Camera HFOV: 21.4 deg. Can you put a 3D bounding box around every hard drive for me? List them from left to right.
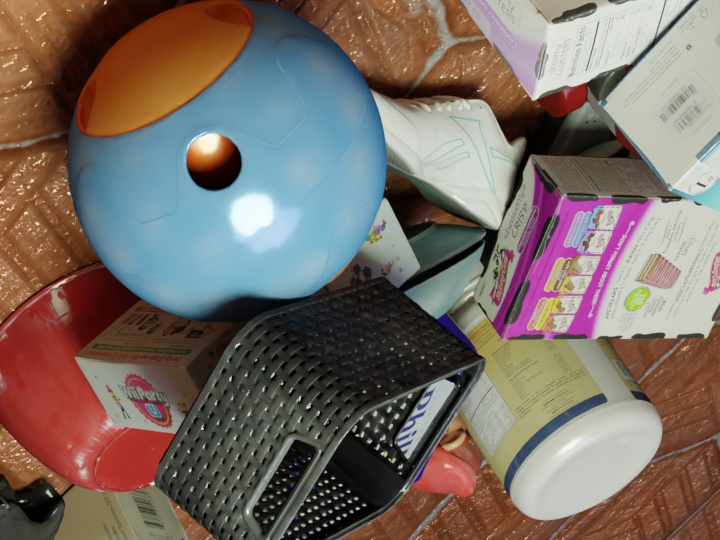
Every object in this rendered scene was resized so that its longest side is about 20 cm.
[{"bbox_3d":[0.189,-0.083,1.575,0.139,0.033,0.201,-10,143,-32],"label":"hard drive"}]

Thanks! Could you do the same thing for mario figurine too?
[{"bbox_3d":[0.106,0.123,1.773,0.200,0.106,0.124,-38,114,-10],"label":"mario figurine"}]

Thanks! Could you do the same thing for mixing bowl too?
[{"bbox_3d":[-0.177,0.095,1.425,0.199,0.109,0.201,-22,148,-15],"label":"mixing bowl"}]

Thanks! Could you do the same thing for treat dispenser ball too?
[{"bbox_3d":[-0.083,-0.068,1.188,0.200,0.201,0.201,-23,148,-15],"label":"treat dispenser ball"}]

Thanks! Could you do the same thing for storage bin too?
[{"bbox_3d":[-0.022,0.094,1.194,0.136,0.094,0.200,-59,162,22],"label":"storage bin"}]

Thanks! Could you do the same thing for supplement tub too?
[{"bbox_3d":[0.150,0.096,1.627,0.144,0.201,0.145,-22,148,-15],"label":"supplement tub"}]

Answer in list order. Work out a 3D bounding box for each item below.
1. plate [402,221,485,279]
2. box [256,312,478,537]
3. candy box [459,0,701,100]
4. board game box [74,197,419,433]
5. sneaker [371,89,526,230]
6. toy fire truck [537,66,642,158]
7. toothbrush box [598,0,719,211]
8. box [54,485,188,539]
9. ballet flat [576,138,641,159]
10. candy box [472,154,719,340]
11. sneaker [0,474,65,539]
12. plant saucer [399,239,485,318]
[{"bbox_3d":[0.000,0.000,1.448,0.199,0.026,0.200,-24,-174,3],"label":"plate"},{"bbox_3d":[-0.025,0.124,1.567,0.199,0.105,0.184,-26,152,-37],"label":"box"},{"bbox_3d":[0.156,-0.217,1.225,0.199,0.168,0.072,-20,148,-19],"label":"candy box"},{"bbox_3d":[-0.079,0.028,1.316,0.200,0.147,0.065,-41,114,-30],"label":"board game box"},{"bbox_3d":[0.051,-0.101,1.406,0.200,0.070,0.081,29,85,-47],"label":"sneaker"},{"bbox_3d":[0.203,-0.149,1.362,0.112,0.168,0.201,-24,148,-12],"label":"toy fire truck"},{"bbox_3d":[0.272,-0.110,1.236,0.146,0.085,0.200,-46,149,19],"label":"toothbrush box"},{"bbox_3d":[-0.245,0.263,1.613,0.200,0.095,0.078,-44,146,16],"label":"box"},{"bbox_3d":[0.165,-0.050,1.521,0.200,0.072,0.072,-38,149,6],"label":"ballet flat"},{"bbox_3d":[0.202,-0.016,1.468,0.199,0.061,0.137,2,127,-28],"label":"candy box"},{"bbox_3d":[-0.317,0.200,1.496,0.199,0.076,0.091,2,126,-53],"label":"sneaker"},{"bbox_3d":[0.009,0.033,1.431,0.200,0.039,0.201,-23,-174,3],"label":"plant saucer"}]
